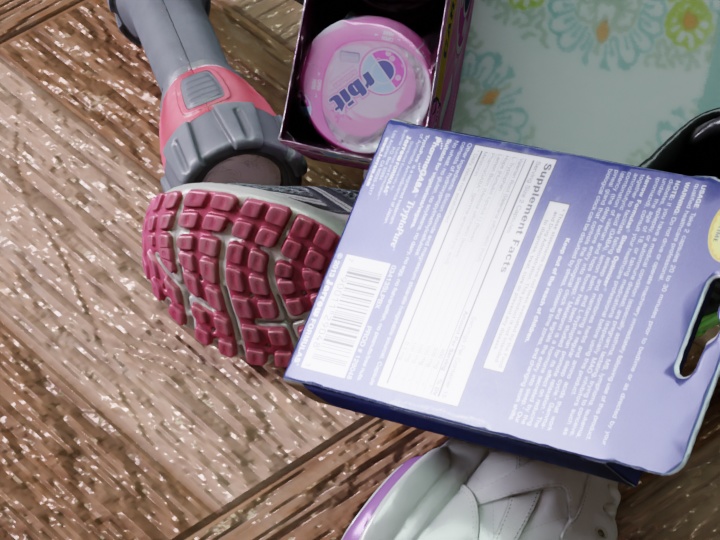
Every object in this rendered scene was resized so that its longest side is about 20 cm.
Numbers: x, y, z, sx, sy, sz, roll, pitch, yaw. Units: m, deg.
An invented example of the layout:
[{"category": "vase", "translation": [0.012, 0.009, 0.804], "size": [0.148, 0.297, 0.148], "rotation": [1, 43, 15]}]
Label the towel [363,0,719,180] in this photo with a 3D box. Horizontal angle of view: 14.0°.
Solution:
[{"category": "towel", "translation": [0.104, -0.112, 1.355], "size": [0.170, 0.201, 0.048], "rotation": [14, 1, 22]}]

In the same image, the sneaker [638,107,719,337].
[{"category": "sneaker", "translation": [0.173, -0.027, 1.230], "size": [0.199, 0.084, 0.077], "rotation": [-18, 44, -31]}]

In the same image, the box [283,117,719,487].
[{"category": "box", "translation": [0.071, 0.012, 1.152], "size": [0.199, 0.032, 0.122], "rotation": [13, 75, 41]}]

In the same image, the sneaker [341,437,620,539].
[{"category": "sneaker", "translation": [0.077, 0.092, 1.209], "size": [0.099, 0.075, 0.200], "rotation": [38, 54, 13]}]

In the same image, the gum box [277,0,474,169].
[{"category": "gum box", "translation": [0.018, -0.146, 1.298], "size": [0.066, 0.201, 0.113], "rotation": [10, -1, 6]}]

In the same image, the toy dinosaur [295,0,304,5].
[{"category": "toy dinosaur", "translation": [-0.010, -0.157, 1.412], "size": [0.199, 0.089, 0.047], "rotation": [16, 18, -19]}]

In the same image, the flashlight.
[{"category": "flashlight", "translation": [-0.080, -0.093, 1.416], "size": [0.068, 0.068, 0.200], "rotation": [20, 27, -30]}]

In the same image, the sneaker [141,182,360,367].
[{"category": "sneaker", "translation": [0.000, 0.000, 1.304], "size": [0.199, 0.081, 0.075], "rotation": [10, 25, 6]}]
